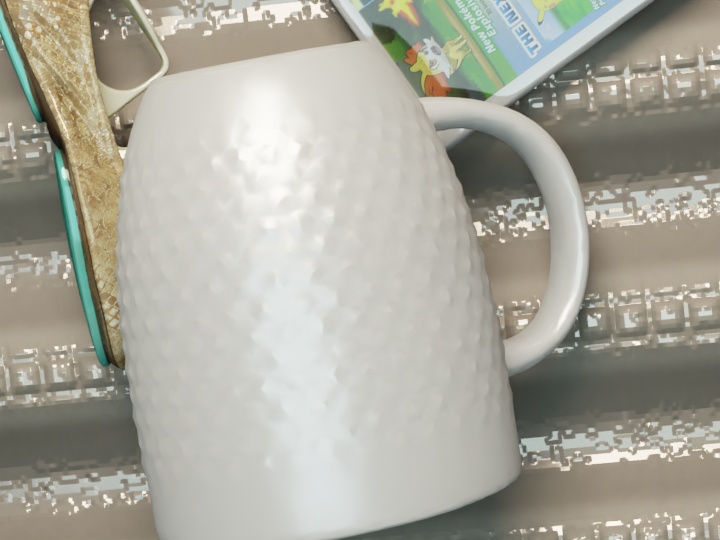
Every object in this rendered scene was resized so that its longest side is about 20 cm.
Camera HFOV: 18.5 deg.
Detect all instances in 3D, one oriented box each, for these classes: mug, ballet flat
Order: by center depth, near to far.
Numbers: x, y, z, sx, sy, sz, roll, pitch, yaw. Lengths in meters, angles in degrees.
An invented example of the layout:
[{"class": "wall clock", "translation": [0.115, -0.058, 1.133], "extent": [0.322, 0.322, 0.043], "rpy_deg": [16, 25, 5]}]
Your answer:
[{"class": "mug", "translation": [0.000, 0.000, 0.869], "extent": [0.199, 0.147, 0.177], "rpy_deg": [-12, 95, -21]}, {"class": "ballet flat", "translation": [-0.105, -0.060, 0.913], "extent": [0.065, 0.071, 0.201], "rpy_deg": [-17, 99, -7]}]

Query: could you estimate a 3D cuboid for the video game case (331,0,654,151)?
[{"class": "video game case", "translation": [0.049, -0.182, 0.903], "extent": [0.182, 0.022, 0.201], "rpy_deg": [-35, 93, 9]}]
